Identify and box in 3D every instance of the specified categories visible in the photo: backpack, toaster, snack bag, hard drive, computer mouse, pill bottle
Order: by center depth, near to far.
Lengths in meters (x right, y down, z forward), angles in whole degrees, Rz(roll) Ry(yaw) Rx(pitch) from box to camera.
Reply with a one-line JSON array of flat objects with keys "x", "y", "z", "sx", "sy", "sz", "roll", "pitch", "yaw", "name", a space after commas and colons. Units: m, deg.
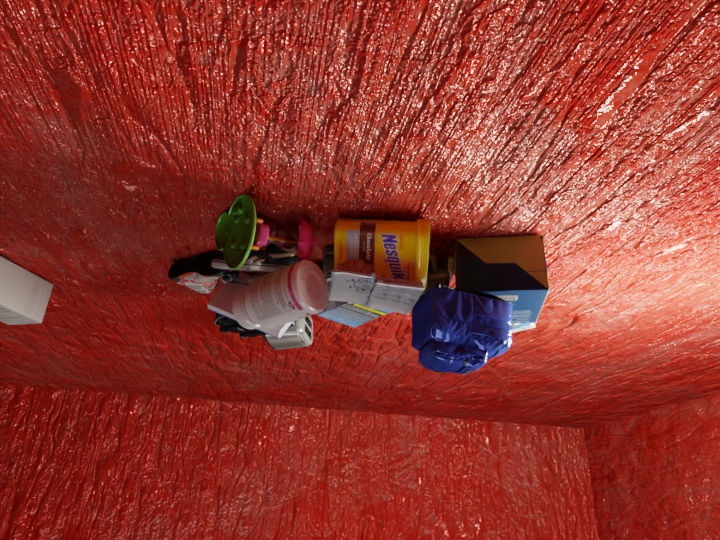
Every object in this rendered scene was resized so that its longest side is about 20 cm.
[{"x": 0.221, "y": 0.134, "z": 1.124, "sx": 0.197, "sy": 0.170, "sz": 0.163, "roll": 7, "pitch": 162, "yaw": -11, "name": "backpack"}, {"x": -0.175, "y": 0.058, "z": 1.126, "sx": 0.198, "sy": 0.115, "sz": 0.113, "roll": -19, "pitch": 148, "yaw": 31, "name": "pill bottle"}, {"x": 0.025, "y": 0.049, "z": 1.127, "sx": 0.197, "sy": 0.022, "sz": 0.189, "roll": 10, "pitch": 159, "yaw": -3, "name": "snack bag"}, {"x": -0.227, "y": 0.025, "z": 1.243, "sx": 0.197, "sy": 0.045, "sz": 0.110, "roll": 11, "pitch": 177, "yaw": 0, "name": "computer mouse"}, {"x": -0.246, "y": 0.079, "z": 1.262, "sx": 0.198, "sy": 0.132, "sz": 0.026, "roll": 20, "pitch": 135, "yaw": 17, "name": "hard drive"}, {"x": -0.272, "y": 0.100, "z": 1.418, "sx": 0.198, "sy": 0.153, "sz": 0.177, "roll": -8, "pitch": 156, "yaw": 37, "name": "backpack"}, {"x": -0.223, "y": 0.179, "z": 1.628, "sx": 0.127, "sy": 0.115, "sz": 0.201, "roll": -3, "pitch": 152, "yaw": 7, "name": "toaster"}]

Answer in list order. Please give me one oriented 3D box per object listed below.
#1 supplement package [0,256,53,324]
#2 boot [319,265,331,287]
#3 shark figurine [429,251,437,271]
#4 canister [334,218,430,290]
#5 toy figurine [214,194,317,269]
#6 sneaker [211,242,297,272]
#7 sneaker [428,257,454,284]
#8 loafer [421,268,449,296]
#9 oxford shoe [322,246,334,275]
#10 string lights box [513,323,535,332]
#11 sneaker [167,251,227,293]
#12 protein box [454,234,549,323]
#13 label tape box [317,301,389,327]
[{"x": -0.968, "y": 0.056, "z": 1.420, "sx": 0.118, "sy": 0.123, "sz": 0.200, "roll": -3, "pitch": 154, "yaw": 13, "name": "supplement package"}, {"x": -0.112, "y": 0.000, "z": 1.313, "sx": 0.199, "sy": 0.078, "sz": 0.138, "roll": 20, "pitch": 138, "yaw": -38, "name": "boot"}, {"x": 0.074, "y": -0.034, "z": 1.227, "sx": 0.212, "sy": 0.130, "sz": 0.089, "roll": -21, "pitch": -172, "yaw": -7, "name": "shark figurine"}, {"x": 0.046, "y": -0.037, "z": 1.122, "sx": 0.197, "sy": 0.087, "sz": 0.151, "roll": 3, "pitch": 111, "yaw": 6, "name": "canister"}, {"x": -0.190, "y": -0.067, "z": 1.119, "sx": 0.182, "sy": 0.152, "sz": 0.199, "roll": 9, "pitch": 177, "yaw": -36, "name": "toy figurine"}, {"x": -0.240, "y": -0.035, "z": 1.204, "sx": 0.198, "sy": 0.081, "sz": 0.078, "roll": 3, "pitch": 178, "yaw": -26, "name": "sneaker"}, {"x": 0.164, "y": 0.021, "z": 1.310, "sx": 0.081, "sy": 0.078, "sz": 0.200, "roll": 17, "pitch": 151, "yaw": -15, "name": "sneaker"}, {"x": 0.129, "y": 0.044, "z": 1.264, "sx": 0.198, "sy": 0.071, "sz": 0.075, "roll": -7, "pitch": -169, "yaw": 44, "name": "loafer"}, {"x": 0.000, "y": 0.000, "z": 1.274, "sx": 0.197, "sy": 0.076, "sz": 0.071, "roll": 9, "pitch": 152, "yaw": -15, "name": "oxford shoe"}, {"x": 0.404, "y": 0.122, "z": 1.514, "sx": 0.199, "sy": 0.060, "sz": 0.102, "roll": 22, "pitch": 149, "yaw": -35, "name": "string lights box"}, {"x": -0.383, "y": 0.009, "z": 1.339, "sx": 0.199, "sy": 0.068, "sz": 0.108, "roll": -8, "pitch": 154, "yaw": 28, "name": "sneaker"}, {"x": 0.322, "y": 0.028, "z": 1.234, "sx": 0.196, "sy": 0.137, "sz": 0.200, "roll": -2, "pitch": 154, "yaw": 9, "name": "protein box"}, {"x": -0.010, "y": 0.092, "z": 1.482, "sx": 0.143, "sy": 0.064, "sz": 0.199, "roll": 21, "pitch": 149, "yaw": -33, "name": "label tape box"}]
